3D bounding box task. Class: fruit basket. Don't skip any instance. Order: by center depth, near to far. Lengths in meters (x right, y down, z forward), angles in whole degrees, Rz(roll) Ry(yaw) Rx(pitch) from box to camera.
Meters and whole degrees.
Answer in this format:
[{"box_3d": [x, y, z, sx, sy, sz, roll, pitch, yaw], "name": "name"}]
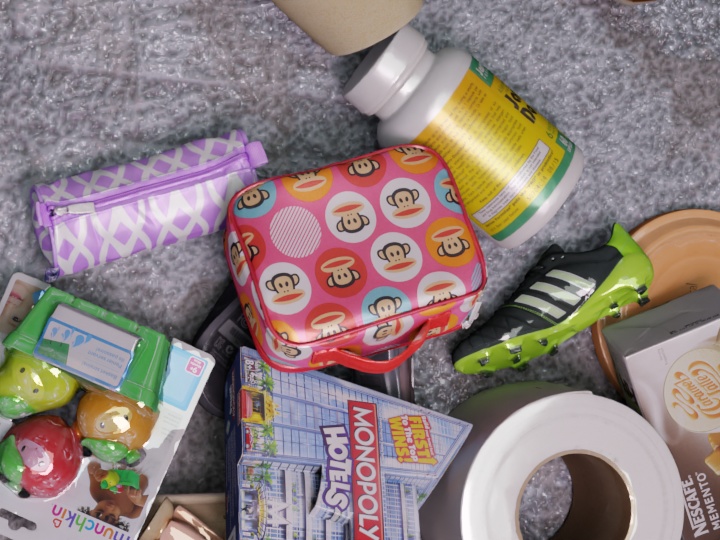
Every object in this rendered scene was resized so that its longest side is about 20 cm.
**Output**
[{"box_3d": [-0.239, 0.123, 1.417, 0.185, 0.094, 0.201, 23, 72, 4], "name": "fruit basket"}]

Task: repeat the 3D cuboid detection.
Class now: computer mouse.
[{"box_3d": [-0.075, 0.043, 1.508, 0.139, 0.053, 0.200, 48, 71, -19], "name": "computer mouse"}]

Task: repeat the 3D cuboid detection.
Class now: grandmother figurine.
[{"box_3d": [-0.089, 0.261, 1.426, 0.200, 0.121, 0.061, 34, 48, -3], "name": "grandmother figurine"}]

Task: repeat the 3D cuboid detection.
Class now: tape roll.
[{"box_3d": [0.161, 0.201, 1.523, 0.202, 0.139, 0.204, 0, 91, -15], "name": "tape roll"}]

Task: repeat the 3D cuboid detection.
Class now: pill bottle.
[{"box_3d": [0.086, -0.120, 1.517, 0.200, 0.113, 0.113, 39, 81, -11], "name": "pill bottle"}]

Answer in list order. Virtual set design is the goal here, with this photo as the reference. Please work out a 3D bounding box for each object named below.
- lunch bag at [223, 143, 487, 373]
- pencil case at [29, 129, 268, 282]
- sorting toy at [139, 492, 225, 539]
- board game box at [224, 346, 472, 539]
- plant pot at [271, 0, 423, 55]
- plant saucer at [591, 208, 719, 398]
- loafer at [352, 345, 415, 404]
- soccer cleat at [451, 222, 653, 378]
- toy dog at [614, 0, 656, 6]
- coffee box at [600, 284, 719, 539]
[{"box_3d": [0.000, 0.000, 1.425, 0.199, 0.082, 0.177, -14, 67, -16], "name": "lunch bag"}, {"box_3d": [-0.179, -0.059, 1.461, 0.199, 0.086, 0.084, -18, 68, -17], "name": "pencil case"}, {"box_3d": [-0.095, 0.279, 1.477, 0.184, 0.036, 0.201, -3, 100, 8], "name": "sorting toy"}, {"box_3d": [-0.006, 0.170, 1.407, 0.199, 0.062, 0.201, 8, 52, -16], "name": "board game box"}, {"box_3d": [-0.033, -0.287, 1.466, 0.187, 0.187, 0.201, -34, 112, -12], "name": "plant pot"}, {"box_3d": [0.310, 0.043, 1.618, 0.199, 0.032, 0.201, 0, 89, -15], "name": "plant saucer"}, {"box_3d": [0.025, 0.106, 1.516, 0.063, 0.072, 0.201, -17, 113, -46], "name": "loafer"}, {"box_3d": [0.165, 0.028, 1.568, 0.199, 0.068, 0.081, -27, 64, -4], "name": "soccer cleat"}, {"box_3d": [0.231, -0.333, 1.546, 0.193, 0.140, 0.201, -23, 96, -1], "name": "toy dog"}, {"box_3d": [0.301, 0.131, 1.560, 0.114, 0.080, 0.201, -21, 108, -2], "name": "coffee box"}]
